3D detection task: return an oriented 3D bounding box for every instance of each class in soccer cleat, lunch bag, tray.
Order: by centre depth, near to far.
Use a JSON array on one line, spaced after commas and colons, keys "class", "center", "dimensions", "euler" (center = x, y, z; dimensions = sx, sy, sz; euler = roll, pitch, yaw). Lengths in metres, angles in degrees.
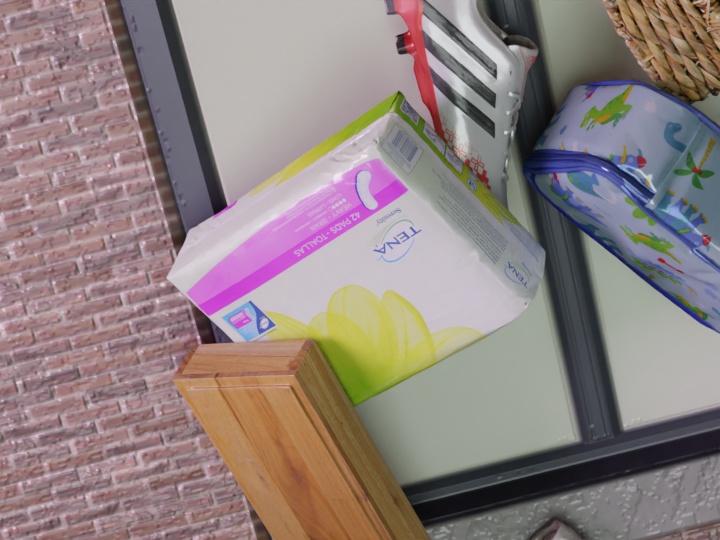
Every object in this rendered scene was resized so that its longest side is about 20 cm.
[{"class": "lunch bag", "center": [0.205, -0.033, 1.449], "dimensions": [0.200, 0.161, 0.083], "euler": [37, 83, -18]}, {"class": "soccer cleat", "center": [0.077, -0.107, 1.460], "dimensions": [0.085, 0.069, 0.201], "euler": [-15, 108, 7]}, {"class": "tray", "center": [-0.034, 0.131, 1.519], "dimensions": [0.098, 0.037, 0.201], "euler": [-3, 131, 34]}]

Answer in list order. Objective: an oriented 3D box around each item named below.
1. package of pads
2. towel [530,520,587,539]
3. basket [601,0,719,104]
[{"class": "package of pads", "center": [0.000, 0.000, 1.460], "dimensions": [0.199, 0.068, 0.155], "euler": [-31, 113, 36]}, {"class": "towel", "center": [0.124, 0.282, 1.642], "dimensions": [0.132, 0.035, 0.200], "euler": [36, 104, -19]}, {"class": "basket", "center": [0.214, -0.214, 1.363], "dimensions": [0.148, 0.143, 0.201], "euler": [-18, 115, 30]}]
